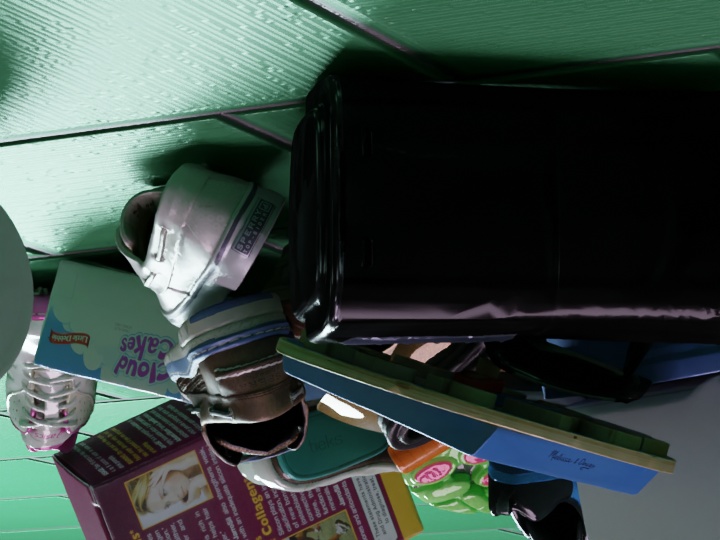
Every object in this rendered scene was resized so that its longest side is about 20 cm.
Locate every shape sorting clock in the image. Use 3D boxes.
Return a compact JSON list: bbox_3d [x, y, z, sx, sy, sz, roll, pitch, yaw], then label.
[{"bbox_3d":[0.056,0.062,1.419,0.200,0.039,0.200,20,-178,-1],"label":"shape sorting clock"}]

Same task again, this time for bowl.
[{"bbox_3d":[0.188,0.030,1.507,0.200,0.039,0.201,-10,178,0],"label":"bowl"}]

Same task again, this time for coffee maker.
[{"bbox_3d":[0.074,-0.035,1.325,0.199,0.135,0.192,0,150,-11],"label":"coffee maker"}]

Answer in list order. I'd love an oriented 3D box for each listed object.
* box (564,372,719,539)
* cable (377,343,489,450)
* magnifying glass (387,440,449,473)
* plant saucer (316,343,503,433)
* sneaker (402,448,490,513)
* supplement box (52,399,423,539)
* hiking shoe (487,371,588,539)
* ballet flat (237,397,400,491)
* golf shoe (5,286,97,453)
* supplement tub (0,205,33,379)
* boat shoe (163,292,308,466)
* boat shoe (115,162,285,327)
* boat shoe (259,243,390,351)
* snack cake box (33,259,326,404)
[{"bbox_3d":[0.233,0.145,1.538,0.199,0.201,0.131,-11,179,28],"label":"box"},{"bbox_3d":[0.073,0.014,1.525,0.097,0.050,0.200,-13,151,-39],"label":"cable"},{"bbox_3d":[0.104,0.055,1.667,0.200,0.022,0.080,-34,172,8],"label":"magnifying glass"},{"bbox_3d":[0.070,0.040,1.642,0.200,0.035,0.200,-30,172,-5],"label":"plant saucer"},{"bbox_3d":[0.104,0.072,1.751,0.200,0.084,0.077,-33,135,-17],"label":"sneaker"},{"bbox_3d":[-0.080,0.146,1.933,0.200,0.131,0.103,-24,-163,-15],"label":"supplement box"},{"bbox_3d":[0.117,0.123,1.644,0.074,0.087,0.200,4,161,33],"label":"hiking shoe"},{"bbox_3d":[0.010,0.094,1.761,0.200,0.070,0.069,-8,175,-36],"label":"ballet flat"},{"bbox_3d":[-0.189,0.063,1.852,0.075,0.092,0.200,2,167,-3],"label":"golf shoe"},{"bbox_3d":[-0.266,0.022,1.499,0.144,0.145,0.200,7,167,-35],"label":"supplement tub"},{"bbox_3d":[-0.064,0.066,1.578,0.072,0.073,0.200,-16,171,-1],"label":"boat shoe"},{"bbox_3d":[-0.092,-0.018,1.540,0.070,0.071,0.200,29,169,-5],"label":"boat shoe"},{"bbox_3d":[0.000,0.000,1.595,0.073,0.063,0.200,23,162,-19],"label":"boat shoe"},{"bbox_3d":[-0.086,0.049,1.774,0.115,0.067,0.200,14,178,33],"label":"snack cake box"}]
